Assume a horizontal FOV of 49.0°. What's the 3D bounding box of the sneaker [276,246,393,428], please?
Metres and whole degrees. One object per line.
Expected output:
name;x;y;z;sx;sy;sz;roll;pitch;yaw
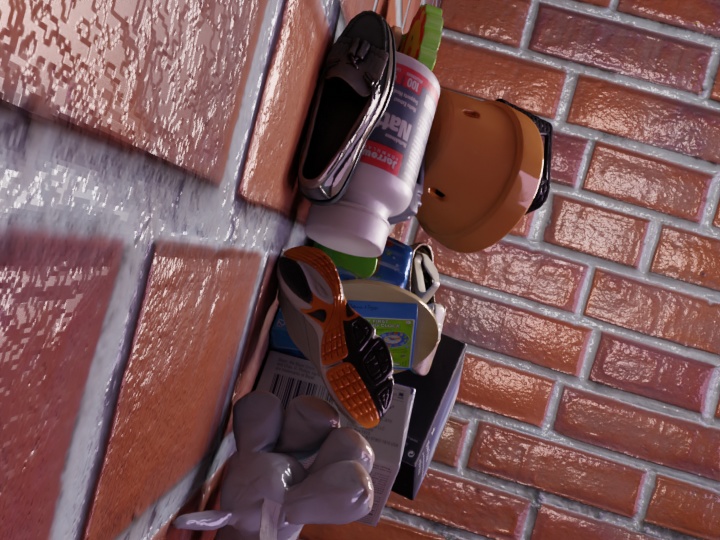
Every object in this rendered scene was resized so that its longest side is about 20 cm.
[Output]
sneaker;-0.030;0.076;0.827;0.202;0.075;0.092;64;-25;22

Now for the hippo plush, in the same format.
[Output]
hippo plush;-0.073;0.236;0.758;0.201;0.156;0.163;-71;175;-56

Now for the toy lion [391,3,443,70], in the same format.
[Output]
toy lion;0.076;-0.311;1.243;0.192;0.067;0.204;-129;-127;-74

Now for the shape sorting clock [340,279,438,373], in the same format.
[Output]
shape sorting clock;0.003;0.077;1.028;0.201;0.196;0.040;101;-6;-53

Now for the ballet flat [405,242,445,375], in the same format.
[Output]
ballet flat;0.086;0.046;1.125;0.067;0.067;0.203;-31;-126;38

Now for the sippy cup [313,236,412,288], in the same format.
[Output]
sippy cup;0.000;0.000;1.071;0.179;0.128;0.142;-70;175;-60

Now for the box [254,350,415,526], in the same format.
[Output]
box;-0.043;0.208;0.959;0.201;0.180;0.106;102;3;-53

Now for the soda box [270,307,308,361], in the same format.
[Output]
soda box;-0.075;0.108;0.987;0.201;0.063;0.069;100;7;-54

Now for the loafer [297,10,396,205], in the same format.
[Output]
loafer;-0.013;-0.165;0.779;0.063;0.071;0.204;38;69;-79

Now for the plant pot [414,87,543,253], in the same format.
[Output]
plant pot;0.115;-0.142;1.016;0.199;0.139;0.203;-30;-131;41

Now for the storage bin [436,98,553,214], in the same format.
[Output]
storage bin;0.179;-0.144;1.159;0.199;0.092;0.138;-24;-127;56

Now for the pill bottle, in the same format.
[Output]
pill bottle;0.009;-0.125;0.866;0.120;0.117;0.204;91;14;-77

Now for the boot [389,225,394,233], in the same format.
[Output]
boot;0.022;-0.070;1.287;0.202;0.071;0.146;-73;177;-50

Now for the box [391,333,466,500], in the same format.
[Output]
box;0.069;0.211;1.196;0.201;0.121;0.201;85;29;-62

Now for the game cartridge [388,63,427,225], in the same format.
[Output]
game cartridge;0.023;-0.148;0.979;0.041;0.131;0.204;29;58;-45
